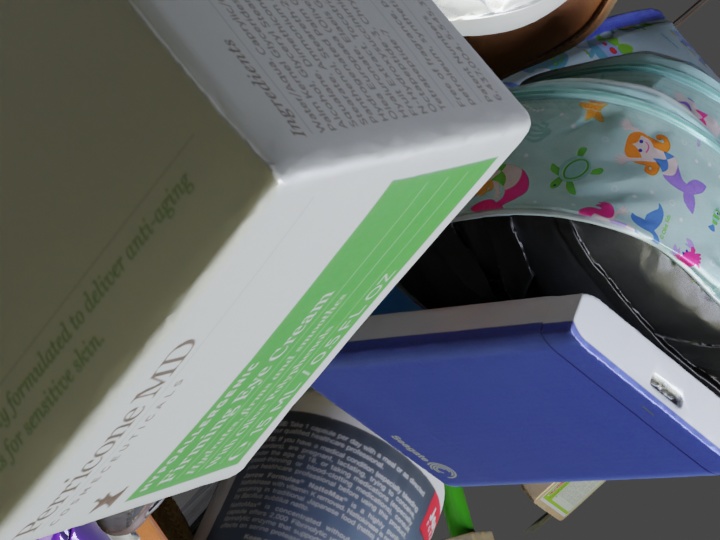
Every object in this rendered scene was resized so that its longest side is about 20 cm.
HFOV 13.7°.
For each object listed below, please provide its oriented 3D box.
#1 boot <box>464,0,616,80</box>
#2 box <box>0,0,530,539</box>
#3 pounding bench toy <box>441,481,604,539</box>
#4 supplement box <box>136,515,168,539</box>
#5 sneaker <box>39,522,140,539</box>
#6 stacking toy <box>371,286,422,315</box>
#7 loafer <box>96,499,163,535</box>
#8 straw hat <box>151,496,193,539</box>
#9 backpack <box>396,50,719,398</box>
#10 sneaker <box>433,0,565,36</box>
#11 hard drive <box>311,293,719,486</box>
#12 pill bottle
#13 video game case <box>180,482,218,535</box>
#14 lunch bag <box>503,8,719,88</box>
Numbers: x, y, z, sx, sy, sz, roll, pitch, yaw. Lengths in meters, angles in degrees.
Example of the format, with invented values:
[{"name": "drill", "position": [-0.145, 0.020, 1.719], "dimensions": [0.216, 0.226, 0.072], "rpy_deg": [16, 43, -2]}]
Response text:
[{"name": "boot", "position": [0.039, -0.120, 1.404], "dimensions": [0.154, 0.074, 0.200], "rpy_deg": [-10, 142, -55]}, {"name": "box", "position": [-0.093, -0.047, 1.045], "dimensions": [0.199, 0.200, 0.171], "rpy_deg": [-49, 161, 29]}, {"name": "pounding bench toy", "position": [0.085, 0.075, 1.862], "dimensions": [0.200, 0.156, 0.124], "rpy_deg": [-42, 165, 3]}, {"name": "supplement box", "position": [-0.185, 0.190, 1.522], "dimensions": [0.200, 0.067, 0.069], "rpy_deg": [-39, -164, -22]}, {"name": "sneaker", "position": [-0.166, 0.127, 1.451], "dimensions": [0.099, 0.070, 0.201], "rpy_deg": [-31, 121, -7]}, {"name": "stacking toy", "position": [0.000, 0.000, 1.577], "dimensions": [0.110, 0.116, 0.200], "rpy_deg": [-43, 171, 4]}, {"name": "loafer", "position": [-0.085, 0.038, 1.434], "dimensions": [0.063, 0.071, 0.201], "rpy_deg": [86, 27, -50]}, {"name": "straw hat", "position": [-0.188, 0.183, 1.612], "dimensions": [0.201, 0.202, 0.085], "rpy_deg": [-35, -156, -22]}, {"name": "backpack", "position": [0.116, -0.015, 1.417], "dimensions": [0.177, 0.152, 0.200], "rpy_deg": [-10, 148, 44]}, {"name": "sneaker", "position": [0.048, -0.159, 1.291], "dimensions": [0.199, 0.074, 0.116], "rpy_deg": [-21, 156, -35]}, {"name": "hard drive", "position": [0.072, 0.060, 1.407], "dimensions": [0.199, 0.132, 0.025], "rpy_deg": [-7, -126, 49]}, {"name": "pill bottle", "position": [-0.022, 0.135, 1.609], "dimensions": [0.120, 0.119, 0.201], "rpy_deg": [110, 4, -59]}, {"name": "video game case", "position": [-0.090, 0.142, 1.746], "dimensions": [0.200, 0.019, 0.143], "rpy_deg": [-48, -176, -20]}, {"name": "lunch bag", "position": [0.145, -0.043, 1.673], "dimensions": [0.128, 0.170, 0.200], "rpy_deg": [-51, 163, 27]}]
